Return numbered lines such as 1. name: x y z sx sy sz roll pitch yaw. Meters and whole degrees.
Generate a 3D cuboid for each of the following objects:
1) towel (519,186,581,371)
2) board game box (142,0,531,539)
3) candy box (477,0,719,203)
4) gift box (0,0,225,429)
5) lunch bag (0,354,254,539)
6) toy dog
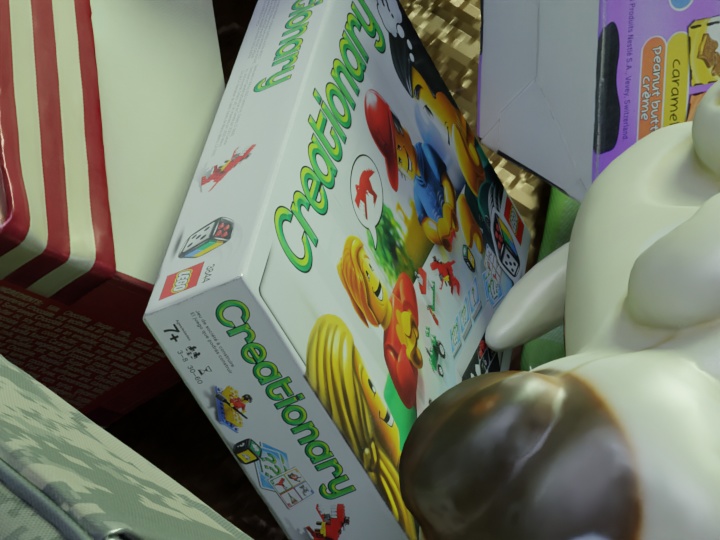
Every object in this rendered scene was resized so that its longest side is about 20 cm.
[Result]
1. towel: 0.155 0.014 0.870 0.199 0.031 0.149 10 57 4
2. board game box: 0.000 0.000 0.780 0.035 0.126 0.200 -21 28 22
3. candy box: 0.140 -0.124 0.846 0.200 0.168 0.072 -13 28 -28
4. gift box: -0.162 -0.045 0.786 0.200 0.184 0.187 -27 55 29
5. lunch bag: -0.073 0.103 0.612 0.200 0.168 0.140 31 95 45
6. toy dog: 0.090 0.031 0.707 0.194 0.140 0.200 6 38 32
